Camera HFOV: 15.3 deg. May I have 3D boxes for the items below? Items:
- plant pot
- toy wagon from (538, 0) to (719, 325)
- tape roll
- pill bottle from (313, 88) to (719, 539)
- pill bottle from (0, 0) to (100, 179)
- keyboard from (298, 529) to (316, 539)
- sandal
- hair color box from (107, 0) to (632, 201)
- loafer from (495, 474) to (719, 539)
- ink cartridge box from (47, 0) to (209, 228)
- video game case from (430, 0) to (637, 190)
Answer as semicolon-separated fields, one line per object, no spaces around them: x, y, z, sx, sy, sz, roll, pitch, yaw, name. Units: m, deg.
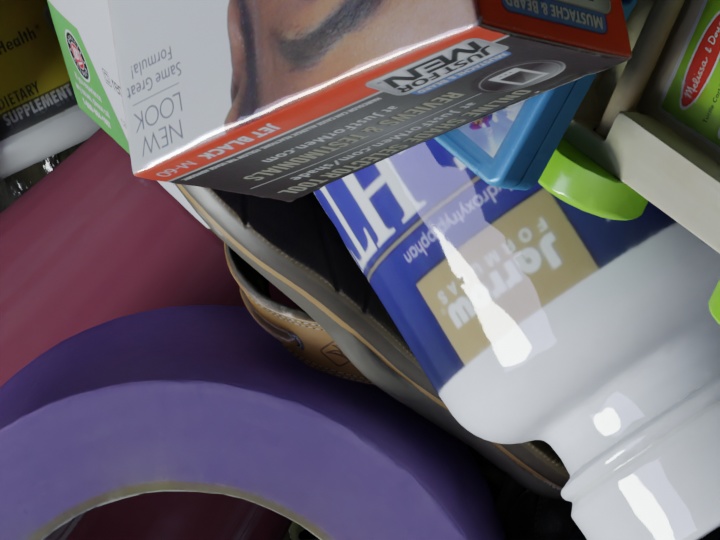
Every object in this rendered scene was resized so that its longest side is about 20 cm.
-0.092;0.051;0.983;0.200;0.179;0.200;38;-171;-7;plant pot
0.093;-0.080;0.644;0.200;0.039;0.156;41;115;39;toy wagon
-0.050;0.118;0.847;0.085;0.199;0.201;-77;-34;-74;tape roll
0.057;-0.021;0.748;0.201;0.119;0.120;58;154;9;pill bottle
-0.156;-0.138;1.038;0.201;0.112;0.112;64;154;-5;pill bottle
0.001;0.125;0.997;0.200;0.039;0.105;-122;24;-72;keyboard
0.000;0.000;0.818;0.200;0.082;0.055;42;135;-17;sandal
-0.012;-0.130;0.643;0.111;0.064;0.201;-21;73;37;hair color box
0.068;0.110;0.925;0.073;0.072;0.200;61;147;26;loafer
-0.062;-0.137;0.871;0.145;0.084;0.201;41;149;60;ink cartridge box
0.040;-0.141;0.653;0.143;0.018;0.201;42;113;35;video game case
